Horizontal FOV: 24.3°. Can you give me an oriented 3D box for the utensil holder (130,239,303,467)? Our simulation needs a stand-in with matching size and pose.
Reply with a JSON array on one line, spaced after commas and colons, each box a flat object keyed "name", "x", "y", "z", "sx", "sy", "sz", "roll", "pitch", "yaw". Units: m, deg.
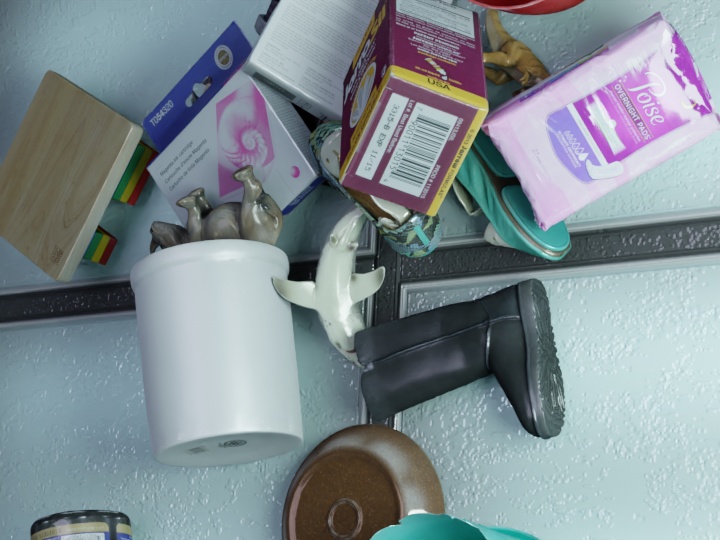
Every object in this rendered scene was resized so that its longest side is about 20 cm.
[{"name": "utensil holder", "x": -0.146, "y": 0.089, "z": 1.739, "sx": 0.169, "sy": 0.170, "sz": 0.201, "roll": -19, "pitch": 70, "yaw": 30}]

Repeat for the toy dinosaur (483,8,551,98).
[{"name": "toy dinosaur", "x": 0.148, "y": -0.216, "z": 1.690, "sx": 0.106, "sy": 0.061, "sz": 0.200, "roll": -27, "pitch": 53, "yaw": -9}]

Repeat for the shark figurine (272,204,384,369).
[{"name": "shark figurine", "x": -0.005, "y": -0.022, "z": 1.728, "sx": 0.128, "sy": 0.090, "sz": 0.215, "roll": 24, "pitch": 101, "yaw": 4}]

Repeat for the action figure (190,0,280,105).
[{"name": "action figure", "x": -0.117, "y": -0.204, "z": 1.861, "sx": 0.200, "sy": 0.069, "sz": 0.130, "roll": -48, "pitch": 63, "yaw": 20}]

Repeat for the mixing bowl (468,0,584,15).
[{"name": "mixing bowl", "x": 0.181, "y": -0.330, "z": 1.647, "sx": 0.199, "sy": 0.108, "sz": 0.201, "roll": -9, "pitch": 70, "yaw": 27}]

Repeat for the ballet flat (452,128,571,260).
[{"name": "ballet flat", "x": 0.139, "y": -0.068, "z": 1.650, "sx": 0.200, "sy": 0.067, "sz": 0.071, "roll": 58, "pitch": 136, "yaw": 31}]

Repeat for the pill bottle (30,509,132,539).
[{"name": "pill bottle", "x": -0.296, "y": 0.367, "z": 1.804, "sx": 0.111, "sy": 0.112, "sz": 0.201, "roll": -19, "pitch": 67, "yaw": 30}]

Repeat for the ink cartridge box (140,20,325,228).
[{"name": "ink cartridge box", "x": -0.147, "y": -0.131, "z": 1.807, "sx": 0.196, "sy": 0.043, "sz": 0.200, "roll": -42, "pitch": 79, "yaw": 37}]

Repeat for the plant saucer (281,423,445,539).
[{"name": "plant saucer", "x": -0.008, "y": 0.251, "z": 1.678, "sx": 0.200, "sy": 0.037, "sz": 0.202, "roll": -11, "pitch": 71, "yaw": 33}]

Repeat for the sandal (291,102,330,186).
[{"name": "sandal", "x": -0.059, "y": -0.182, "z": 1.785, "sx": 0.075, "sy": 0.045, "sz": 0.201, "roll": -18, "pitch": 90, "yaw": 13}]

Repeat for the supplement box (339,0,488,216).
[{"name": "supplement box", "x": 0.049, "y": -0.169, "z": 1.615, "sx": 0.200, "sy": 0.103, "sz": 0.131, "roll": -89, "pitch": 21, "yaw": -56}]

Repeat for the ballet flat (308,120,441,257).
[{"name": "ballet flat", "x": 0.009, "y": -0.095, "z": 1.657, "sx": 0.200, "sy": 0.074, "sz": 0.074, "roll": 45, "pitch": 104, "yaw": 31}]

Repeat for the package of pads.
[{"name": "package of pads", "x": 0.223, "y": -0.137, "z": 1.544, "sx": 0.199, "sy": 0.076, "sz": 0.121, "roll": -30, "pitch": 101, "yaw": 13}]

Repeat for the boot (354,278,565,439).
[{"name": "boot", "x": 0.092, "y": 0.107, "z": 1.618, "sx": 0.199, "sy": 0.066, "sz": 0.166, "roll": -17, "pitch": 56, "yaw": 23}]

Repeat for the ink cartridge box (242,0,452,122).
[{"name": "ink cartridge box", "x": -0.007, "y": -0.255, "z": 1.752, "sx": 0.201, "sy": 0.162, "sz": 0.057, "roll": -63, "pitch": 10, "yaw": -16}]

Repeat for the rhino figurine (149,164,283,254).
[{"name": "rhino figurine", "x": -0.161, "y": -0.043, "z": 1.780, "sx": 0.199, "sy": 0.060, "sz": 0.088, "roll": -22, "pitch": 99, "yaw": 39}]

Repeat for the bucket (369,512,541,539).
[{"name": "bucket", "x": 0.095, "y": 0.323, "z": 1.522, "sx": 0.206, "sy": 0.135, "sz": 0.208, "roll": -9, "pitch": 73, "yaw": 33}]

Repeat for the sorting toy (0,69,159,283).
[{"name": "sorting toy", "x": -0.339, "y": -0.107, "z": 1.981, "sx": 0.199, "sy": 0.069, "sz": 0.201, "roll": 33, "pitch": 98, "yaw": 43}]
